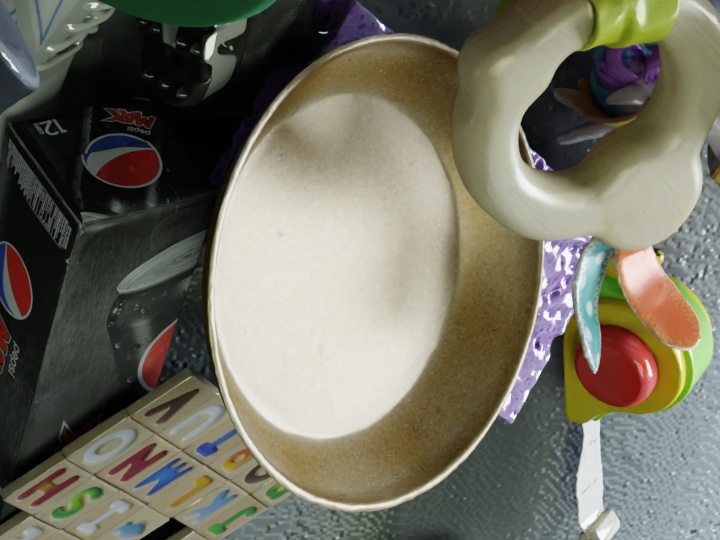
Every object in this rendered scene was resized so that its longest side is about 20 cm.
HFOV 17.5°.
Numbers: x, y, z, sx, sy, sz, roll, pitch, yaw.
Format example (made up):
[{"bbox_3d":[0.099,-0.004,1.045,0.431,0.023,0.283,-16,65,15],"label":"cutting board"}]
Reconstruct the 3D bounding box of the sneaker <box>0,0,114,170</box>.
[{"bbox_3d":[-0.114,-0.119,0.925,0.086,0.075,0.200,22,123,13],"label":"sneaker"}]

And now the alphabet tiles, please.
[{"bbox_3d":[-0.087,0.098,1.090,0.167,0.008,0.200,-33,158,4],"label":"alphabet tiles"}]

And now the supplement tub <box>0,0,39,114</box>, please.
[{"bbox_3d":[-0.215,-0.042,0.836,0.200,0.107,0.107,-31,128,4],"label":"supplement tub"}]

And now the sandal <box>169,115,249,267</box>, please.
[{"bbox_3d":[-0.026,-0.027,1.060,0.199,0.045,0.075,0,123,-20],"label":"sandal"}]

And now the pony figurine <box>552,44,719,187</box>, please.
[{"bbox_3d":[0.212,-0.072,1.055,0.200,0.167,0.193,30,133,-23],"label":"pony figurine"}]

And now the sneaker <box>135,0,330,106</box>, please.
[{"bbox_3d":[-0.038,-0.167,0.950,0.090,0.066,0.201,-11,119,-35],"label":"sneaker"}]

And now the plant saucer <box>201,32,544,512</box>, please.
[{"bbox_3d":[0.000,0.000,0.985,0.200,0.035,0.201,-9,102,-44],"label":"plant saucer"}]

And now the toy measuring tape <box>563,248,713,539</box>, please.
[{"bbox_3d":[0.140,0.066,1.167,0.073,0.074,0.200,-13,124,-11],"label":"toy measuring tape"}]

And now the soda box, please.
[{"bbox_3d":[-0.125,0.021,1.007,0.071,0.063,0.200,-15,145,-32],"label":"soda box"}]

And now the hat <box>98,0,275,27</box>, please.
[{"bbox_3d":[-0.045,-0.197,0.826,0.166,0.176,0.200,37,146,2],"label":"hat"}]

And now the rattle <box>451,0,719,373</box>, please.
[{"bbox_3d":[0.083,-0.066,1.013,0.130,0.143,0.200,-46,141,-15],"label":"rattle"}]

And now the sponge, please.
[{"bbox_3d":[0.027,-0.025,1.055,0.200,0.030,0.112,36,82,-37],"label":"sponge"}]
